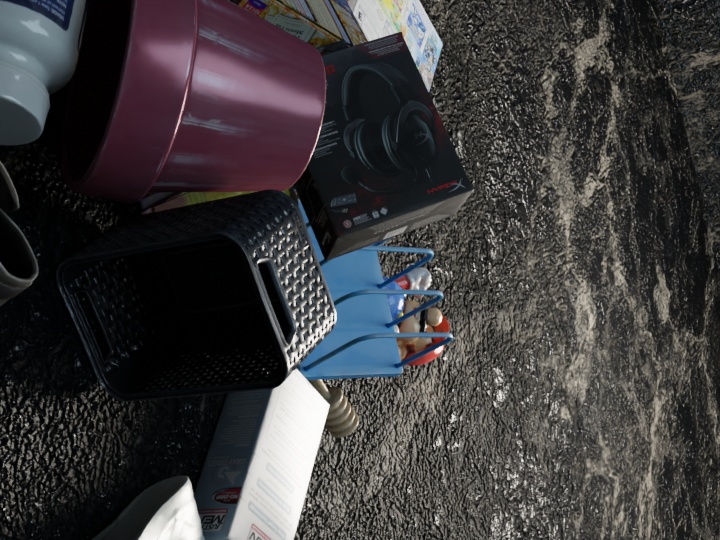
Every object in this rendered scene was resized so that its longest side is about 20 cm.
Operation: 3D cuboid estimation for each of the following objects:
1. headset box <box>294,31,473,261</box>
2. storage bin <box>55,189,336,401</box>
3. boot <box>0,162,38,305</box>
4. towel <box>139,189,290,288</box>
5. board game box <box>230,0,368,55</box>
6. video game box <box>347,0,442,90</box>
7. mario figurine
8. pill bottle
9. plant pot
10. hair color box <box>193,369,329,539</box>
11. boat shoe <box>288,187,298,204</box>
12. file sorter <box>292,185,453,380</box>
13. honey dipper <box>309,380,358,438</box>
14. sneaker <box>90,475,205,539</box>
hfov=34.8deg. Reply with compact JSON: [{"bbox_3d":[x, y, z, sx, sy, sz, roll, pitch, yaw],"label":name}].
[{"bbox_3d":[-0.001,-0.132,1.129,0.148,0.077,0.201,-19,78,-17],"label":"headset box"},{"bbox_3d":[-0.136,0.023,0.958,0.094,0.199,0.136,-45,121,-55],"label":"storage bin"},{"bbox_3d":[-0.298,-0.058,0.754,0.201,0.145,0.070,64,36,-27],"label":"boot"},{"bbox_3d":[-0.119,-0.007,1.078,0.143,0.023,0.201,-26,120,-23],"label":"towel"},{"bbox_3d":[-0.075,-0.276,1.192,0.199,0.046,0.152,23,32,-44],"label":"board game box"},{"bbox_3d":[0.034,-0.305,1.493,0.200,0.047,0.183,54,41,-39],"label":"video game box"},{"bbox_3d":[0.047,0.036,1.364,0.200,0.106,0.124,45,74,-37],"label":"mario figurine"},{"bbox_3d":[-0.267,-0.204,0.880,0.111,0.110,0.201,36,53,-51],"label":"pill bottle"},{"bbox_3d":[-0.134,-0.145,0.946,0.178,0.200,0.202,10,72,-26],"label":"plant pot"},{"bbox_3d":[-0.099,0.193,1.123,0.099,0.060,0.201,52,40,-40],"label":"hair color box"},{"bbox_3d":[-0.122,-0.132,1.090,0.061,0.071,0.202,-112,177,-65],"label":"boat shoe"},{"bbox_3d":[0.000,0.000,1.205,0.138,0.122,0.201,2,68,-38],"label":"file sorter"},{"bbox_3d":[-0.062,0.100,1.239,0.201,0.038,0.038,59,37,-29],"label":"honey dipper"},{"bbox_3d":[-0.181,0.267,0.948,0.200,0.073,0.116,-39,113,-58],"label":"sneaker"}]
